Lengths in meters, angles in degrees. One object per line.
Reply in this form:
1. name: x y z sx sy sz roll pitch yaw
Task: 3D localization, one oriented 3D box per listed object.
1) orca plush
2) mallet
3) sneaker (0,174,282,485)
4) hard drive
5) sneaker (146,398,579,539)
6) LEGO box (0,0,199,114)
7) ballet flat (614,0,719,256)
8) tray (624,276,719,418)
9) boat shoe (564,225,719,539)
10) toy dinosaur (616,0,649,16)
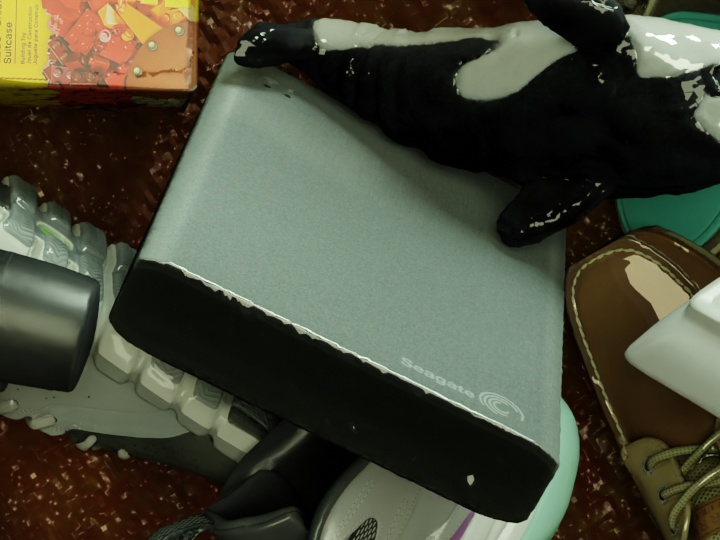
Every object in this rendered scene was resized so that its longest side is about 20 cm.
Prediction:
1. orca plush: 0.051 -0.047 0.865 0.198 0.105 0.072 13 69 8
2. mallet: -0.124 0.084 0.850 0.065 0.041 0.201 7 115 1
3. sneaker: -0.124 0.038 0.887 0.200 0.075 0.116 38 105 -14
4. hard drive: 0.000 0.000 0.837 0.139 0.200 0.033 26 112 -6
5. sneaker: -0.015 0.117 0.856 0.139 0.078 0.202 17 85 -36
6. LEGO box: -0.130 -0.159 0.886 0.148 0.077 0.202 1 86 -8
7. ballet flat: 0.138 -0.100 0.919 0.069 0.070 0.201 7 111 -7
8. tray: 0.191 -0.011 0.844 0.199 0.107 0.022 -32 123 -19
9. boat shoe: 0.137 0.078 0.898 0.075 0.074 0.201 -32 91 18
10. toy dinosaur: 0.081 -0.185 0.936 0.088 0.047 0.201 -29 87 -2
